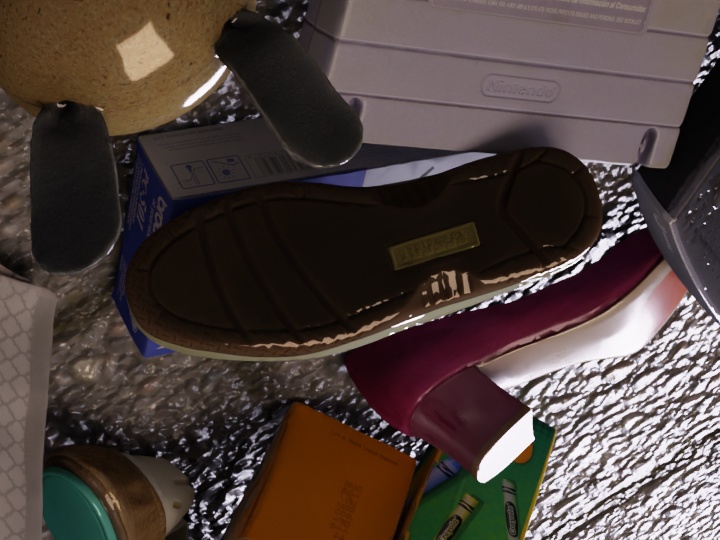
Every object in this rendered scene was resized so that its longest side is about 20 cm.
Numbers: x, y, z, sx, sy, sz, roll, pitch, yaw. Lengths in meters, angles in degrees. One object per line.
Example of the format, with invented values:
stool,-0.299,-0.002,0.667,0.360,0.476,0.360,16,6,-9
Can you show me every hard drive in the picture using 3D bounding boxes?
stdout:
hard drive,0.195,-0.042,1.095,0.135,0.042,0.200,-54,150,-4

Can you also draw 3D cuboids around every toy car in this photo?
toy car,-0.080,-0.084,0.757,0.163,0.201,0.158,-25,143,-7

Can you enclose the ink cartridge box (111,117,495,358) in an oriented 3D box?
ink cartridge box,-0.006,-0.025,1.009,0.199,0.044,0.094,-11,137,-26

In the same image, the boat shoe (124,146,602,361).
boat shoe,0.000,0.000,0.953,0.198,0.072,0.076,-8,172,-10

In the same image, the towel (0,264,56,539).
towel,-0.186,0.066,0.869,0.032,0.202,0.191,-14,152,30

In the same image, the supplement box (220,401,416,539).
supplement box,-0.052,0.183,1.139,0.073,0.126,0.201,25,125,-3

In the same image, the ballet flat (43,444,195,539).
ballet flat,-0.113,0.134,1.110,0.072,0.068,0.201,-36,149,-29

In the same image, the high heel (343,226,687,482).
high heel,0.088,0.013,1.133,0.200,0.096,0.068,-38,150,-28

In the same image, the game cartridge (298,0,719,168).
game cartridge,0.067,-0.112,0.939,0.199,0.038,0.131,3,107,-37

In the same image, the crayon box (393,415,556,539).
crayon box,0.032,0.164,1.139,0.058,0.200,0.119,26,126,-1
